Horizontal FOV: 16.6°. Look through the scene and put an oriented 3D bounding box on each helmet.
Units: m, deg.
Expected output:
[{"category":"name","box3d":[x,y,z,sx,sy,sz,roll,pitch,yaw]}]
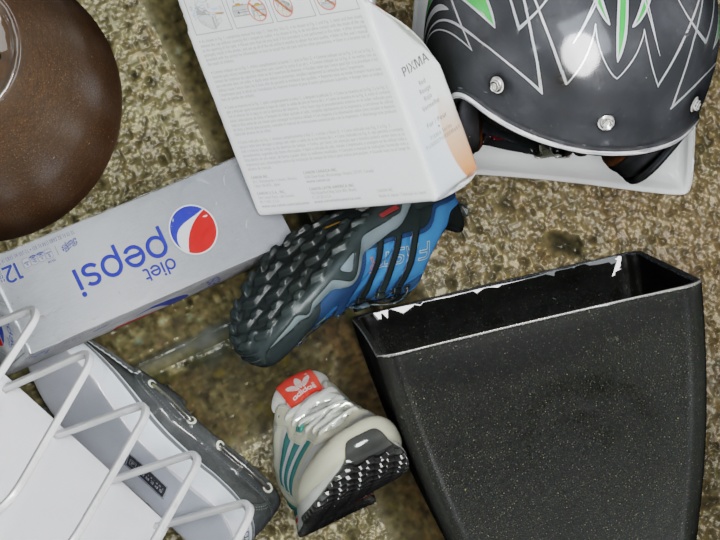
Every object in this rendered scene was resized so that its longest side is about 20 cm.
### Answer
[{"category":"helmet","box3d":[0.131,-0.147,1.526,0.200,0.191,0.201,5,68,-12]}]

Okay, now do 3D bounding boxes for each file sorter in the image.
[{"category":"file sorter","box3d":[-0.186,0.136,1.480,0.200,0.124,0.139,45,51,-21]}]

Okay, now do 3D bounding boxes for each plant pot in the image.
[{"category":"plant pot","box3d":[-0.248,-0.122,1.550,0.186,0.200,0.187,0,84,-2]},{"category":"plant pot","box3d":[0.116,0.102,1.556,0.199,0.200,0.178,-13,98,-4]}]

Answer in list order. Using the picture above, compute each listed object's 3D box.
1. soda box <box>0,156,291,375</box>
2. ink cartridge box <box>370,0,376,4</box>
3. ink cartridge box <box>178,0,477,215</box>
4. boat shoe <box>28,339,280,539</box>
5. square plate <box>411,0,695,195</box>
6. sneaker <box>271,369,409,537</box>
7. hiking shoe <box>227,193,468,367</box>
[{"category":"soda box","box3d":[-0.147,-0.005,1.577,0.200,0.063,0.068,-25,86,-27]},{"category":"ink cartridge box","box3d":[-0.023,-0.192,1.606,0.067,0.116,0.201,3,84,-2]},{"category":"ink cartridge box","box3d":[-0.030,-0.135,1.512,0.050,0.162,0.200,-33,111,-42]},{"category":"boat shoe","box3d":[-0.136,0.105,1.606,0.200,0.069,0.057,44,49,10]},{"category":"square plate","box3d":[0.133,-0.158,1.653,0.199,0.028,0.199,5,84,-1]},{"category":"sneaker","box3d":[-0.026,0.105,1.540,0.070,0.200,0.094,-24,80,-12]},{"category":"hiking shoe","box3d":[0.000,0.000,1.580,0.200,0.074,0.087,-47,122,-23]}]
